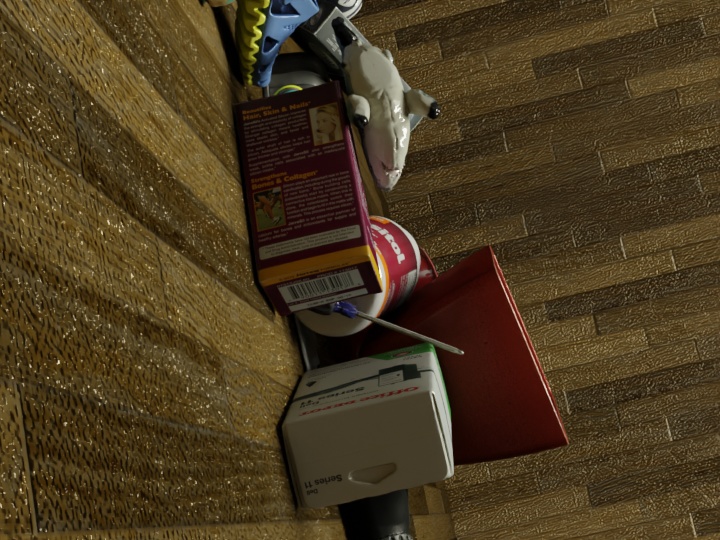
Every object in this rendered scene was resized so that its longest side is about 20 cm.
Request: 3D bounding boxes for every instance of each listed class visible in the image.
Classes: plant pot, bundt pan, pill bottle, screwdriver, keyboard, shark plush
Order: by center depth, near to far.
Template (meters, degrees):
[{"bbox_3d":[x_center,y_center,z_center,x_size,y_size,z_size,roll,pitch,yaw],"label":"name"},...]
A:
[{"bbox_3d":[0.009,0.051,1.172,0.029,0.198,0.028,118,-6,-49],"label":"screwdriver"},{"bbox_3d":[-0.004,-0.180,1.182,0.201,0.090,0.084,57,-27,26],"label":"shark plush"},{"bbox_3d":[-0.074,0.011,1.262,0.056,0.011,0.203,-6,83,-79],"label":"keyboard"},{"bbox_3d":[0.000,0.000,1.280,0.200,0.111,0.115,-25,102,-71],"label":"pill bottle"},{"bbox_3d":[0.104,0.108,1.287,0.200,0.174,0.202,-56,123,-80],"label":"plant pot"},{"bbox_3d":[-0.063,-0.180,1.465,0.202,0.075,0.205,-12,90,-85],"label":"bundt pan"}]

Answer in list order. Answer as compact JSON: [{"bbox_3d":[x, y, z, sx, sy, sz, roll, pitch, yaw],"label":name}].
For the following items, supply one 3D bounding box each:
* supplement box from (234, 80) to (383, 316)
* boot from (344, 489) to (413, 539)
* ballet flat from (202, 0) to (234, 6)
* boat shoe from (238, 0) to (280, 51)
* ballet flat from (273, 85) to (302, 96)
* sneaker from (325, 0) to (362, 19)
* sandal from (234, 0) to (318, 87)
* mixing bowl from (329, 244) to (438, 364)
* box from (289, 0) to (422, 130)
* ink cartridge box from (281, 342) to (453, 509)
[{"bbox_3d":[-0.051,-0.072,1.141,0.086,0.109,0.203,69,10,-63],"label":"supplement box"},{"bbox_3d":[0.027,0.298,1.263,0.159,0.078,0.213,-97,173,-46],"label":"boot"},{"bbox_3d":[-0.141,-0.354,1.114,0.069,0.062,0.203,-33,110,-85],"label":"ballet flat"},{"bbox_3d":[-0.113,-0.348,1.357,0.072,0.067,0.203,-89,166,-68],"label":"boat shoe"},{"bbox_3d":[-0.075,-0.116,1.321,0.067,0.066,0.202,-136,-150,-59],"label":"ballet flat"},{"bbox_3d":[-0.076,-0.400,1.423,0.200,0.079,0.130,51,-7,7],"label":"sneaker"},{"bbox_3d":[-0.081,-0.269,1.192,0.201,0.086,0.080,111,-28,-48],"label":"sandal"},{"bbox_3d":[0.024,0.072,1.449,0.200,0.107,0.203,174,-90,-71],"label":"mixing bowl"},{"bbox_3d":[-0.021,-0.268,1.456,0.200,0.044,0.160,41,-1,-39],"label":"box"},{"bbox_3d":[0.011,0.142,1.109,0.200,0.144,0.084,-75,151,-81],"label":"ink cartridge box"}]
